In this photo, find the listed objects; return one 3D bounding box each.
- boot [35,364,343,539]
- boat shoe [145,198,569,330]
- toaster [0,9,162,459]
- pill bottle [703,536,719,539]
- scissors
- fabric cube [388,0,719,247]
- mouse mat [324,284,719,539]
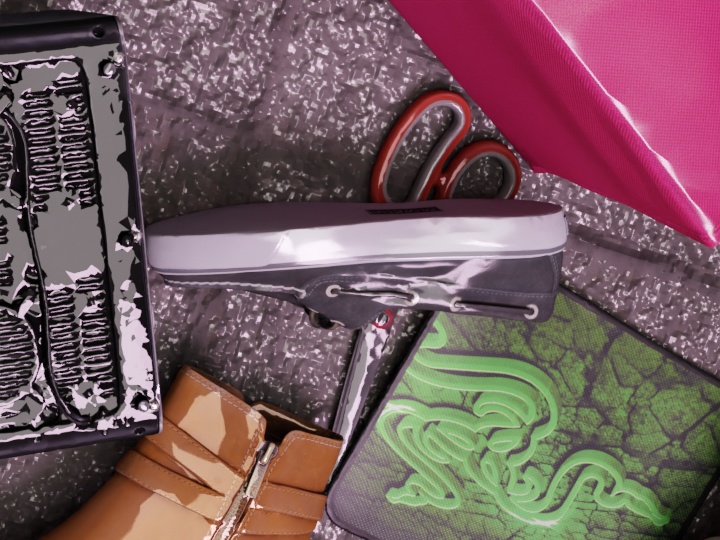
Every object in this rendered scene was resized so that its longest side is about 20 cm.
[{"bbox_3d":[-0.112,0.115,0.806,0.199,0.074,0.155,21,96,-32],"label":"boot"},{"bbox_3d":[0.000,0.000,0.806,0.199,0.069,0.057,-2,102,-8],"label":"boat shoe"},{"bbox_3d":[-0.188,-0.010,0.728,0.199,0.119,0.182,-9,104,-16],"label":"toaster"},{"bbox_3d":[0.208,0.205,0.896,0.119,0.120,0.201,20,96,-20],"label":"pill bottle"},{"bbox_3d":[0.008,0.008,0.850,0.073,0.014,0.201,31,93,-23],"label":"scissors"},{"bbox_3d":[0.118,-0.162,0.748,0.200,0.196,0.199,-44,112,-5],"label":"fabric cube"},{"bbox_3d":[0.096,0.096,0.893,0.199,0.008,0.161,29,93,-23],"label":"mouse mat"}]
